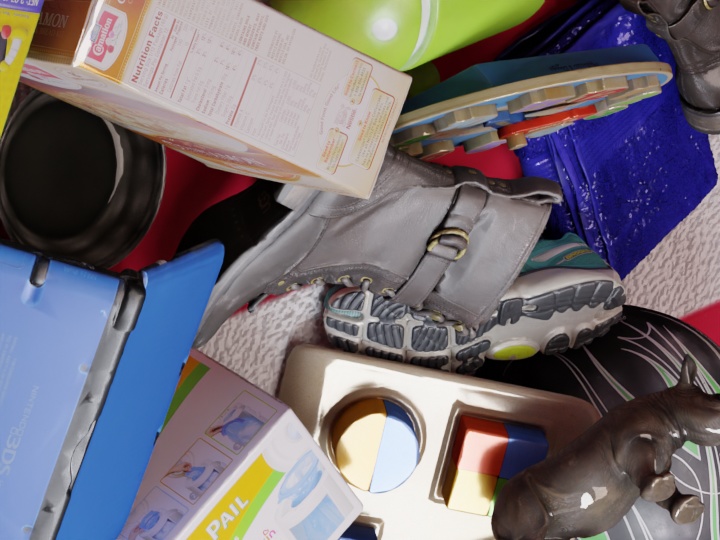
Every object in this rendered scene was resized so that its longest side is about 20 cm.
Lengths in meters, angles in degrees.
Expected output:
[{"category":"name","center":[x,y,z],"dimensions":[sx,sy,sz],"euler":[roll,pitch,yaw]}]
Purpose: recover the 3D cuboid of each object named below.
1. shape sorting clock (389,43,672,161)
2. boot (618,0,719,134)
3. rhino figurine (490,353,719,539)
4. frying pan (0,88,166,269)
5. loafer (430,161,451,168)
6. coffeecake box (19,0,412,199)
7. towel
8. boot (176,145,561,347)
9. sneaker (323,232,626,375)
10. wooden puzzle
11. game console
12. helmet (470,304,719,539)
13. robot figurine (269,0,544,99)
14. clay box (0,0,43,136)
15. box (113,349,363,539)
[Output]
[{"category":"shape sorting clock","center":[0.087,-0.091,1.753],"dimensions":[0.200,0.200,0.039],"euler":[-9,80,-41]},{"category":"boot","center":[0.234,-0.200,1.882],"dimensions":[0.200,0.069,0.174],"euler":[-62,145,-24]},{"category":"rhino figurine","center":[0.164,0.117,1.793],"dimensions":[0.200,0.087,0.060],"euler":[-35,133,-10]},{"category":"frying pan","center":[-0.162,-0.090,1.621],"dimensions":[0.115,0.031,0.191],"euler":[-22,111,-37]},{"category":"loafer","center":[0.018,-0.025,1.802],"dimensions":[0.199,0.076,0.068],"euler":[3,110,-34]},{"category":"coffeecake box","center":[-0.101,-0.111,1.550],"dimensions":[0.200,0.153,0.073],"euler":[23,84,-37]},{"category":"towel","center":[0.165,-0.091,1.922],"dimensions":[0.148,0.049,0.200],"euler":[-40,133,-21]},{"category":"boot","center":[0.000,0.000,1.701],"dimensions":[0.174,0.069,0.200],"euler":[24,122,-28]},{"category":"sneaker","center":[0.066,0.017,1.866],"dimensions":[0.199,0.080,0.078],"euler":[-6,131,-22]},{"category":"wooden puzzle","center":[0.035,0.153,1.841],"dimensions":[0.199,0.046,0.186],"euler":[13,106,-5]},{"category":"game console","center":[-0.178,0.067,1.594],"dimensions":[0.170,0.118,0.201],"euler":[17,110,-13]},{"category":"helmet","center":[0.174,0.125,1.938],"dimensions":[0.200,0.190,0.201],"euler":[-22,124,-36]},{"category":"robot figurine","center":[0.031,-0.178,1.696],"dimensions":[0.200,0.116,0.176],"euler":[-24,158,-35]},{"category":"clay box","center":[-0.235,-0.056,1.433],"dimensions":[0.115,0.048,0.201],"euler":[6,109,-42]},{"category":"box","center":[-0.114,0.163,1.747],"dimensions":[0.200,0.101,0.113],"euler":[-49,136,-13]}]
